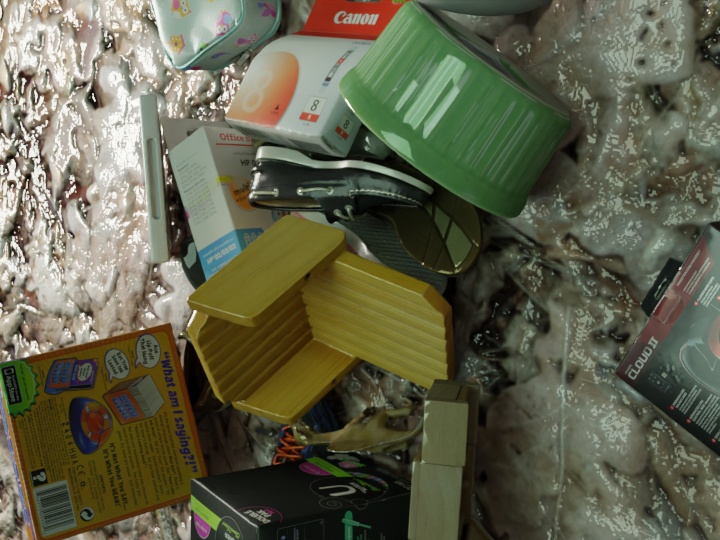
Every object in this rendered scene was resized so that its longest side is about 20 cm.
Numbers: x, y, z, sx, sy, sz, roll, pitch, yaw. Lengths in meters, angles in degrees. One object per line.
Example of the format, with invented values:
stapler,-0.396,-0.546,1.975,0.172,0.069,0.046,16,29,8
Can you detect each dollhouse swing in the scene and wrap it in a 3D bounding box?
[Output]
dollhouse swing,-0.031,0.081,0.913,0.175,0.181,0.201,37,155,28

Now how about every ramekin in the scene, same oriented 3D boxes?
ramekin,0.088,-0.147,0.831,0.200,0.199,0.098,46,112,26

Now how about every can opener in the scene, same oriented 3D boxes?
can opener,-0.143,0.048,1.097,0.066,0.053,0.202,-24,92,9

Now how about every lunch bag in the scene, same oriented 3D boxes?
lunch bag,-0.169,-0.337,1.093,0.159,0.077,0.203,-21,81,37

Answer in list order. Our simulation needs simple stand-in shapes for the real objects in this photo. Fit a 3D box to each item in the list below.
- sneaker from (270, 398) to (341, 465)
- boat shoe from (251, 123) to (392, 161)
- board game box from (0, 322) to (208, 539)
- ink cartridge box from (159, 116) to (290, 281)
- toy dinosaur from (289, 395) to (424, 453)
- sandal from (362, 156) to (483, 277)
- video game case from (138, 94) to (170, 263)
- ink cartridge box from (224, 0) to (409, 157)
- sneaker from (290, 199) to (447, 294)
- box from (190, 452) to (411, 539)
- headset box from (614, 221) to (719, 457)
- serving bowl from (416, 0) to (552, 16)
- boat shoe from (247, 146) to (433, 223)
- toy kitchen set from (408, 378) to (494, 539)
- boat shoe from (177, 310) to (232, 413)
sneaker,-0.072,0.227,1.061,0.075,0.078,0.204,10,100,37
boat shoe,-0.042,-0.138,1.002,0.199,0.074,0.069,23,87,46
board game box,-0.314,0.198,1.134,0.200,0.197,0.203,-33,72,65
ink cartridge box,-0.139,-0.092,1.065,0.067,0.114,0.203,-26,78,36
toy dinosaur,0.017,0.169,0.968,0.198,0.100,0.059,-11,91,42
sandal,0.060,-0.057,0.948,0.081,0.054,0.200,-54,43,3
video game case,-0.244,-0.101,1.132,0.200,0.023,0.185,-177,82,-79
ink cartridge box,-0.038,-0.221,0.956,0.161,0.050,0.203,18,83,45
sneaker,0.000,0.000,0.992,0.199,0.075,0.106,34,125,26
box,-0.055,0.272,0.954,0.148,0.198,0.127,11,102,54
headset box,0.309,0.066,0.742,0.199,0.075,0.150,39,116,29
serving bowl,0.095,-0.271,0.824,0.199,0.199,0.067,36,137,30
boat shoe,-0.025,-0.076,0.928,0.197,0.074,0.061,12,82,24
toy kitchen set,0.144,0.207,0.885,0.177,0.163,0.204,4,97,10
boat shoe,-0.179,0.074,1.136,0.074,0.074,0.206,9,99,37
